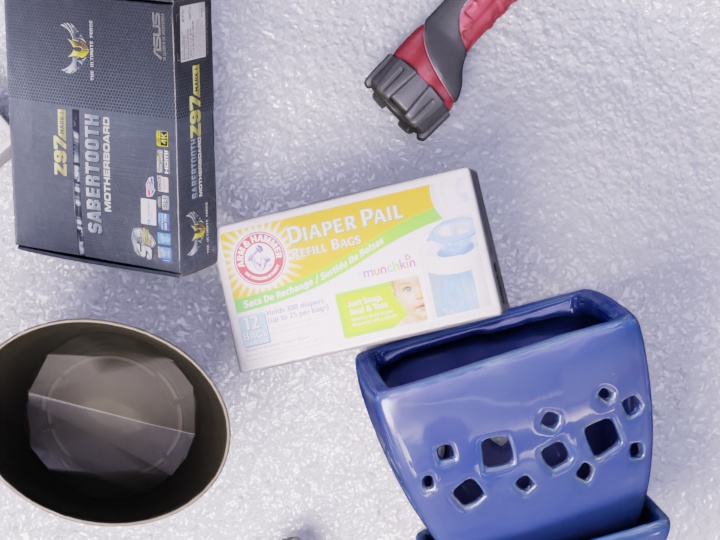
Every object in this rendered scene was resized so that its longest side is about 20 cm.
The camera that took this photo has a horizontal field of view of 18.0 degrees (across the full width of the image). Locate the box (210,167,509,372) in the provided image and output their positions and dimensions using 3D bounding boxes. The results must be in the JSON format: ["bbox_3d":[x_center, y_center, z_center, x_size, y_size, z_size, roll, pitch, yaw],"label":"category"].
[{"bbox_3d":[0.000,0.000,1.677,0.198,0.101,0.114,-14,89,6],"label":"box"}]

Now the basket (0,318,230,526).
[{"bbox_3d":[-0.179,0.105,1.629,0.179,0.200,0.137,13,88,-1],"label":"basket"}]

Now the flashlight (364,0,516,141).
[{"bbox_3d":[0.093,-0.190,1.722,0.200,0.068,0.068,-45,117,-4],"label":"flashlight"}]

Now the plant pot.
[{"bbox_3d":[0.115,0.132,1.650,0.198,0.200,0.181,-16,96,-3],"label":"plant pot"}]

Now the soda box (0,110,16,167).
[{"bbox_3d":[-0.346,-0.056,1.695,0.200,0.064,0.068,-42,90,-3],"label":"soda box"}]

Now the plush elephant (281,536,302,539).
[{"bbox_3d":[-0.031,0.327,1.645,0.200,0.155,0.165,39,98,-5],"label":"plush elephant"}]

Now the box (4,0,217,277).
[{"bbox_3d":[-0.180,-0.105,1.634,0.157,0.051,0.202,10,108,32],"label":"box"}]
